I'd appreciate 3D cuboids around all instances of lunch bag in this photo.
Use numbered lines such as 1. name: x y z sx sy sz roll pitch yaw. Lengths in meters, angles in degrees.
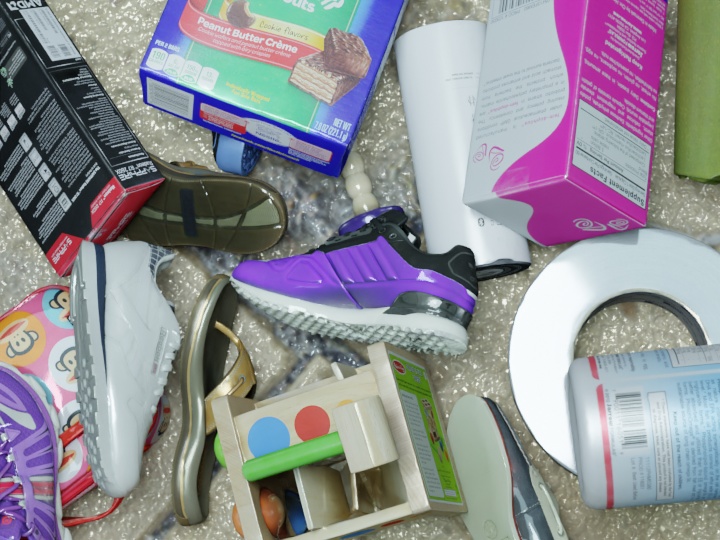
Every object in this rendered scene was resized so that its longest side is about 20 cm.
1. lunch bag: -0.258 0.128 1.121 0.200 0.082 0.176 -38 84 -1

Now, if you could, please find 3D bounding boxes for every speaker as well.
1. speaker: 0.080 -0.094 1.110 0.081 0.081 0.200 -10 81 5

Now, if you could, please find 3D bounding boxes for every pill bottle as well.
1. pill bottle: 0.250 0.106 0.981 0.200 0.109 0.109 -6 81 6

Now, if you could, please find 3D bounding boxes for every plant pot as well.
1. plant pot: 0.311 -0.153 1.053 0.200 0.200 0.190 11 95 8

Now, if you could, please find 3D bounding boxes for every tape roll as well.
1. tape roll: 0.214 0.070 1.079 0.200 0.066 0.200 -1 82 7

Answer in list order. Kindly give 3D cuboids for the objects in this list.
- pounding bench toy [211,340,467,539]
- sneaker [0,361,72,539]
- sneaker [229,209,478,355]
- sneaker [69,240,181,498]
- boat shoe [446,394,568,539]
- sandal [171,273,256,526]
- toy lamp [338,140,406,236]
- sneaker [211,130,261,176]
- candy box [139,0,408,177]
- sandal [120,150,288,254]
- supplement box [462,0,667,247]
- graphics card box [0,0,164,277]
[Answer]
1. pounding bench toy: -0.032 0.135 1.017 0.156 0.200 0.124 -19 75 13
2. sneaker: -0.257 0.164 1.037 0.081 0.083 0.200 -15 93 -2
3. sneaker: 0.000 0.000 1.071 0.200 0.070 0.100 10 75 23
4. sneaker: -0.172 0.071 1.056 0.080 0.076 0.200 2 72 -24
5. boat shoe: 0.123 0.189 1.075 0.063 0.071 0.200 -6 69 -34
6. sandal: -0.110 0.103 1.105 0.054 0.080 0.200 6 87 10
7. toy lamp: -0.010 -0.090 1.132 0.058 0.058 0.200 -22 80 3
8. sneaker: -0.111 -0.175 1.154 0.078 0.070 0.200 5 75 9
9. candy box: -0.057 -0.199 1.087 0.169 0.077 0.200 21 72 -2
10. sandal: -0.138 -0.062 1.136 0.200 0.055 0.082 9 112 27
11. supplement box: 0.156 -0.132 1.059 0.101 0.103 0.200 -11 61 46
12. graphics card box: -0.254 -0.111 1.135 0.200 0.051 0.125 54 131 10
